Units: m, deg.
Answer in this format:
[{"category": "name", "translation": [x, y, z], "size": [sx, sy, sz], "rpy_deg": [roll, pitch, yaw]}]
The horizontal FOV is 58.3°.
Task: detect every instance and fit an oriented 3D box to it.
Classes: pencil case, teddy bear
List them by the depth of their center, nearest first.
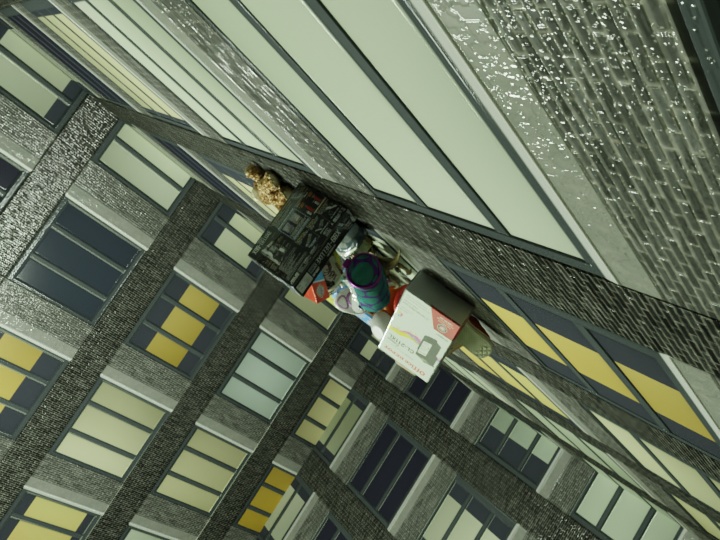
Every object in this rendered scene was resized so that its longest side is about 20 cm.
[{"category": "pencil case", "translation": [0.017, 0.030, 1.453], "size": [0.091, 0.086, 0.201], "rpy_deg": [29, 167, 15]}, {"category": "teddy bear", "translation": [-0.229, -0.198, 1.609], "size": [0.198, 0.067, 0.145], "rpy_deg": [28, 168, 49]}, {"category": "pencil case", "translation": [-0.102, -0.043, 1.652], "size": [0.089, 0.077, 0.204], "rpy_deg": [-23, 93, 59]}]

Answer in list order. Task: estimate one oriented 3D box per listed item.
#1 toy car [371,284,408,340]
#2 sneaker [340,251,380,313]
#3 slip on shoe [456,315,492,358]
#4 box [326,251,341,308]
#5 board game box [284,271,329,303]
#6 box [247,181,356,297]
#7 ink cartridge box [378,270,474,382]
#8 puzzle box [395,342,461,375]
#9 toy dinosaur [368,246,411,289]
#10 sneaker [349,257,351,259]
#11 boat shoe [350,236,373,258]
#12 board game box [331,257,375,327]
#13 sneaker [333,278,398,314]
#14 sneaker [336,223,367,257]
[{"category": "toy car", "translation": [0.134, 0.113, 1.652], "size": [0.198, 0.174, 0.153], "rpy_deg": [33, 137, 25]}, {"category": "sneaker", "translation": [-0.011, 0.029, 1.603], "size": [0.203, 0.086, 0.076], "rpy_deg": [106, 150, -44]}, {"category": "slip on shoe", "translation": [0.224, 0.115, 1.470], "size": [0.199, 0.074, 0.061], "rpy_deg": [42, -155, -9]}, {"category": "box", "translation": [-0.085, 0.002, 1.887], "size": [0.075, 0.049, 0.204], "rpy_deg": [43, -154, -50]}, {"category": "board game box", "translation": [-0.159, -0.015, 1.650], "size": [0.199, 0.040, 0.157], "rpy_deg": [22, 133, 57]}, {"category": "box", "translation": [-0.125, -0.069, 1.368], "size": [0.156, 0.202, 0.050], "rpy_deg": [29, 171, 34]}, {"category": "ink cartridge box", "translation": [0.141, 0.127, 1.420], "size": [0.144, 0.083, 0.203], "rpy_deg": [33, 133, 12]}, {"category": "puzzle box", "translation": [0.194, 0.201, 1.696], "size": [0.026, 0.197, 0.133], "rpy_deg": [65, 167, -13]}, {"category": "toy dinosaur", "translation": [0.062, -0.010, 1.450], "size": [0.101, 0.059, 0.199], "rpy_deg": [39, 173, -20]}, {"category": "sneaker", "translation": [0.000, 0.000, 1.743], "size": [0.069, 0.083, 0.200], "rpy_deg": [30, 172, 20]}, {"category": "boat shoe", "translation": [-0.030, -0.062, 1.538], "size": [0.073, 0.064, 0.200], "rpy_deg": [38, 174, -22]}, {"category": "board game box", "translation": [0.026, 0.069, 1.834], "size": [0.199, 0.153, 0.036], "rpy_deg": [38, 141, -16]}, {"category": "sneaker", "translation": [0.012, 0.071, 1.750], "size": [0.099, 0.195, 0.077], "rpy_deg": [-3, 99, 63]}, {"category": "sneaker", "translation": [-0.059, -0.093, 1.420], "size": [0.086, 0.078, 0.199], "rpy_deg": [42, 171, -32]}]
